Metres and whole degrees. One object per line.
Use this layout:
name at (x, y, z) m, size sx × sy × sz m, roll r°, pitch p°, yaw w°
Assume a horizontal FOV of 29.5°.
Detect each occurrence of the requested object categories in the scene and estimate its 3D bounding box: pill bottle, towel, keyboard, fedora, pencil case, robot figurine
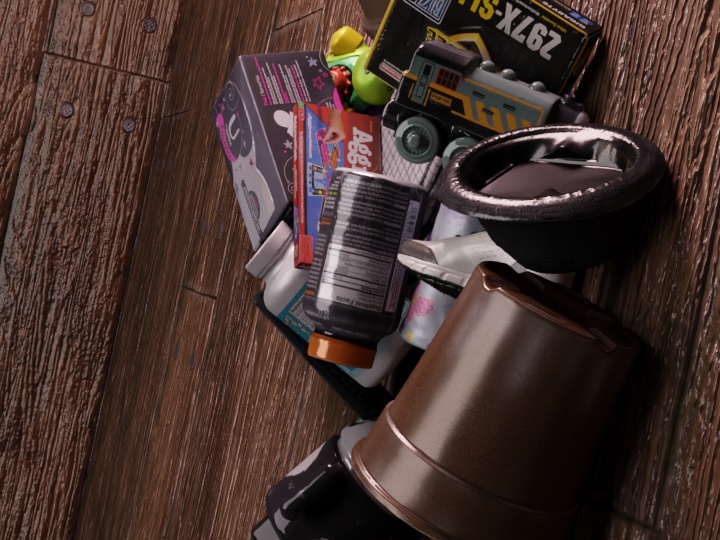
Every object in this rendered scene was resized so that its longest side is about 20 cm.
pill bottle at (0.000, 0.000, 1.434) m, size 0.106 × 0.106 × 0.201 m, roll -164°, pitch 87°, yaw -70°
towel at (0.090, -0.143, 1.524) m, size 0.166 × 0.085 × 0.200 m, roll -110°, pitch 37°, yaw -51°
pill bottle at (-0.032, 0.033, 1.549) m, size 0.111 × 0.200 × 0.111 m, roll -50°, pitch 4°, yaw 4°
keyboard at (-0.032, 0.085, 1.608) m, size 0.021 × 0.200 × 0.127 m, roll -46°, pitch -7°, yaw 26°
fedora at (0.166, -0.054, 1.183) m, size 0.201 × 0.200 × 0.092 m, roll -122°, pitch 16°, yaw -63°
pencil case at (0.103, -0.010, 1.404) m, size 0.091 × 0.083 × 0.201 m, roll -125°, pitch 50°, yaw -69°
robot figurine at (-0.021, 0.247, 1.466) m, size 0.200 × 0.125 × 0.150 m, roll -41°, pitch 12°, yaw 11°

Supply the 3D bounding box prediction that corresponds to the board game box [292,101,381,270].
board game box at (-0.025, -0.090, 1.530) m, size 0.019 × 0.103 × 0.201 m, roll 138°, pitch 135°, yaw -56°

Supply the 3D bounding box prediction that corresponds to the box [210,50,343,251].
box at (-0.088, -0.141, 1.625) m, size 0.132 × 0.114 × 0.200 m, roll -50°, pitch 53°, yaw 55°

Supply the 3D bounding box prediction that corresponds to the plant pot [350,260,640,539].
plant pot at (0.122, 0.111, 1.143) m, size 0.199 × 0.200 × 0.200 m, roll -65°, pitch 22°, yaw 13°

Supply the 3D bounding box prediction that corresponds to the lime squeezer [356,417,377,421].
lime squeezer at (0.010, 0.180, 1.639) m, size 0.071 × 0.038 × 0.200 m, roll 76°, pitch -172°, yaw -53°

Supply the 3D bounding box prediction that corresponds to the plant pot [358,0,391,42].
plant pot at (0.045, -0.373, 1.538) m, size 0.200 × 0.175 × 0.200 m, roll -37°, pitch 23°, yaw 19°

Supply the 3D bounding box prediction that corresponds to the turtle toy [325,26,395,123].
turtle toy at (0.004, -0.217, 1.676) m, size 0.101 × 0.146 × 0.200 m, roll -57°, pitch 7°, yaw -31°

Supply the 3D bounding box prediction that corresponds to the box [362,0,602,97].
box at (0.117, -0.218, 1.352) m, size 0.049 × 0.200 × 0.160 m, roll -30°, pitch -29°, yaw -54°

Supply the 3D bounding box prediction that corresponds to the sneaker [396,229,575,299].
sneaker at (0.124, -0.009, 1.305) m, size 0.200 × 0.074 × 0.080 m, roll 13°, pitch 79°, yaw 38°

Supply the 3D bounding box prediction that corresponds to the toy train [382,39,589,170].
toy train at (0.119, -0.140, 1.302) m, size 0.085 × 0.200 × 0.114 m, roll -30°, pitch -39°, yaw -63°

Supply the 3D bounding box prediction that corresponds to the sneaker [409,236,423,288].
sneaker at (0.025, -0.024, 1.621) m, size 0.200 × 0.087 × 0.074 m, roll -176°, pitch 97°, yaw -70°
